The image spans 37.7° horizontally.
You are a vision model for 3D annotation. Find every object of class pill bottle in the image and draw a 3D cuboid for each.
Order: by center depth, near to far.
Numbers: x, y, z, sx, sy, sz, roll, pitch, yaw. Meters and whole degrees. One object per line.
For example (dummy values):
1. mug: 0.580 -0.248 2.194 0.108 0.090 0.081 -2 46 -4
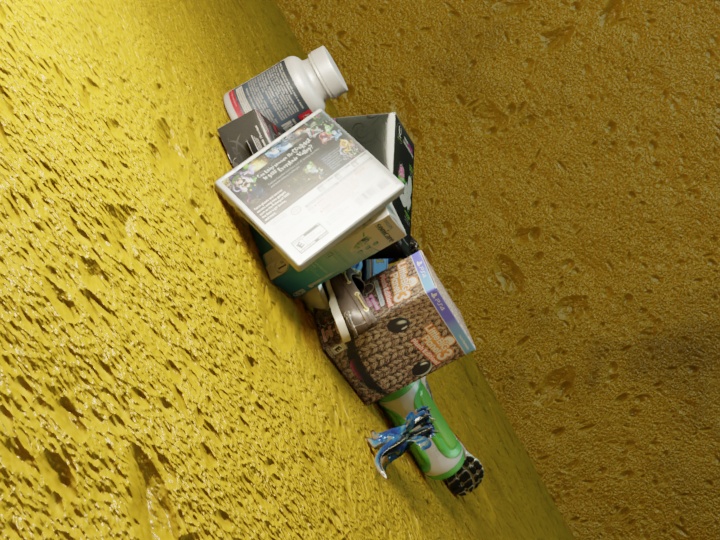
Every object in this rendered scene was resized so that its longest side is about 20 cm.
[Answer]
1. pill bottle: -0.129 -0.307 1.864 0.120 0.199 0.120 59 9 -15

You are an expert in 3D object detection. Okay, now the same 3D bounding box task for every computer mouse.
1. computer mouse: -0.084 0.003 1.664 0.200 0.044 0.110 -107 178 -67

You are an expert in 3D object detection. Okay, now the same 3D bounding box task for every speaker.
1. speaker: 0.102 0.263 1.811 0.200 0.088 0.089 59 9 -21

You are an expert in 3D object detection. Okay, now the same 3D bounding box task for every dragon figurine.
1. dragon figurine: 0.066 0.249 1.575 0.059 0.099 0.200 61 8 3

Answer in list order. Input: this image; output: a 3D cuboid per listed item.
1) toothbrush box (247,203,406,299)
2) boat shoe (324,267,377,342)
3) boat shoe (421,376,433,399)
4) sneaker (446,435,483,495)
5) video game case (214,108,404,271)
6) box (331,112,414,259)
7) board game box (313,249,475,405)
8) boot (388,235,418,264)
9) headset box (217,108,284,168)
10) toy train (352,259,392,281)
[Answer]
1. toothbrush box: -0.055 -0.075 1.554 0.147 0.199 0.085 67 10 27
2. boat shoe: -0.020 0.031 1.596 0.200 0.059 0.072 -108 178 -56
3. boat shoe: 0.097 0.243 1.955 0.200 0.074 0.093 -99 177 -71
4. sneaker: 0.172 0.346 2.017 0.200 0.077 0.085 60 -3 -31
5. video game case: -0.070 -0.116 1.476 0.182 0.200 0.023 44 -22 20
6. box: -0.001 -0.130 1.671 0.124 0.148 0.201 48 44 -65
7. board game box: 0.053 0.093 1.664 0.160 0.200 0.097 54 11 -38
8. boot: 0.023 -0.013 1.866 0.200 0.174 0.069 -116 -177 -51
9. headset box: -0.148 -0.165 1.713 0.149 0.075 0.200 64 8 12
10. toy train: 0.000 0.000 1.763 0.087 0.114 0.201 145 -52 -58
